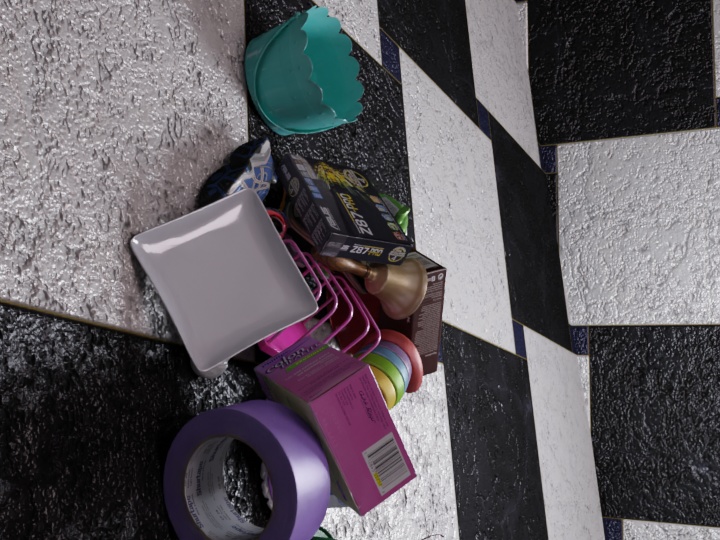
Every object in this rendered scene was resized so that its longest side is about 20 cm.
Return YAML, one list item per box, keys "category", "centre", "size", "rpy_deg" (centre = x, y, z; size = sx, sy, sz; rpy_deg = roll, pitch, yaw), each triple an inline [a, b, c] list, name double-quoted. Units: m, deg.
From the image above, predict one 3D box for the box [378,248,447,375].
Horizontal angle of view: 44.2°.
- category: "box"
  centre: [0.086, 0.075, 1.533]
  size: [0.074, 0.100, 0.202]
  rpy_deg: [-14, 119, -31]

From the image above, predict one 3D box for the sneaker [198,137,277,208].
- category: "sneaker"
  centre: [-0.177, -0.130, 1.351]
  size: [0.078, 0.075, 0.200]
  rpy_deg: [67, 33, -25]

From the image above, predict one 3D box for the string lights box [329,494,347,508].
- category: "string lights box"
  centre: [-0.053, 0.272, 1.446]
  size: [0.103, 0.058, 0.202]
  rpy_deg: [-46, 120, -60]

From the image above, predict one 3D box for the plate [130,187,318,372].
- category: "plate"
  centre: [-0.183, 0.011, 1.198]
  size: [0.199, 0.032, 0.201]
  rpy_deg: [-28, 86, -31]

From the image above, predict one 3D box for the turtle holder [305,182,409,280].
- category: "turtle holder"
  centre: [0.003, -0.048, 1.556]
  size: [0.133, 0.140, 0.186]
  rpy_deg: [92, 24, -47]

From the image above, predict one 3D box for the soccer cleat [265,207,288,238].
- category: "soccer cleat"
  centre: [-0.140, -0.065, 1.366]
  size: [0.200, 0.076, 0.068]
  rpy_deg: [-6, 97, -75]

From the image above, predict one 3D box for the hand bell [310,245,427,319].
- category: "hand bell"
  centre: [0.000, 0.000, 1.385]
  size: [0.199, 0.104, 0.105]
  rpy_deg: [22, 58, -38]

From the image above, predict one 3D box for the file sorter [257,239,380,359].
- category: "file sorter"
  centre: [-0.077, 0.064, 1.356]
  size: [0.200, 0.125, 0.139]
  rpy_deg: [39, 15, -52]

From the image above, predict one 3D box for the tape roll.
- category: "tape roll"
  centre: [-0.143, 0.267, 1.108]
  size: [0.085, 0.198, 0.202]
  rpy_deg: [0, 79, -62]

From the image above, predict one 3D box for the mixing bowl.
- category: "mixing bowl"
  centre: [0.029, 0.063, 1.649]
  size: [0.200, 0.107, 0.202]
  rpy_deg: [34, 50, -54]

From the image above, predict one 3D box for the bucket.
- category: "bucket"
  centre: [-0.098, -0.336, 1.531]
  size: [0.207, 0.134, 0.209]
  rpy_deg: [38, 46, -52]

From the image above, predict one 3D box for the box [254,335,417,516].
- category: "box"
  centre: [-0.037, 0.203, 1.201]
  size: [0.096, 0.200, 0.177]
  rpy_deg: [-30, 109, -21]

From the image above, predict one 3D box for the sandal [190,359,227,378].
- category: "sandal"
  centre: [-0.211, 0.048, 1.244]
  size: [0.082, 0.049, 0.205]
  rpy_deg: [24, 70, -42]

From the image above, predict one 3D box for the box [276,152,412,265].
- category: "box"
  centre: [-0.028, -0.096, 1.391]
  size: [0.160, 0.049, 0.201]
  rpy_deg: [7, 39, -36]

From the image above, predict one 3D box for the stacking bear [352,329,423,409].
- category: "stacking bear"
  centre: [0.012, 0.194, 1.429]
  size: [0.200, 0.120, 0.115]
  rpy_deg: [-49, 155, -49]

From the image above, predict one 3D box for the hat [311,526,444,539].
- category: "hat"
  centre: [0.005, 0.459, 1.347]
  size: [0.166, 0.174, 0.201]
  rpy_deg: [57, 33, -36]

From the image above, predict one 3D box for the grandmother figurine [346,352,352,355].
- category: "grandmother figurine"
  centre: [-0.007, 0.208, 1.571]
  size: [0.200, 0.060, 0.123]
  rpy_deg: [30, 62, -54]

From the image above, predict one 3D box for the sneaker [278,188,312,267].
- category: "sneaker"
  centre: [-0.092, -0.102, 1.510]
  size: [0.078, 0.077, 0.202]
  rpy_deg: [38, 48, -54]

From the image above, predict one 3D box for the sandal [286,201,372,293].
- category: "sandal"
  centre: [-0.050, -0.040, 1.447]
  size: [0.201, 0.057, 0.080]
  rpy_deg: [44, 45, -20]

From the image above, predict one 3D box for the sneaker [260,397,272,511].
- category: "sneaker"
  centre: [-0.100, 0.277, 1.323]
  size: [0.080, 0.083, 0.202]
  rpy_deg: [14, 67, -61]
